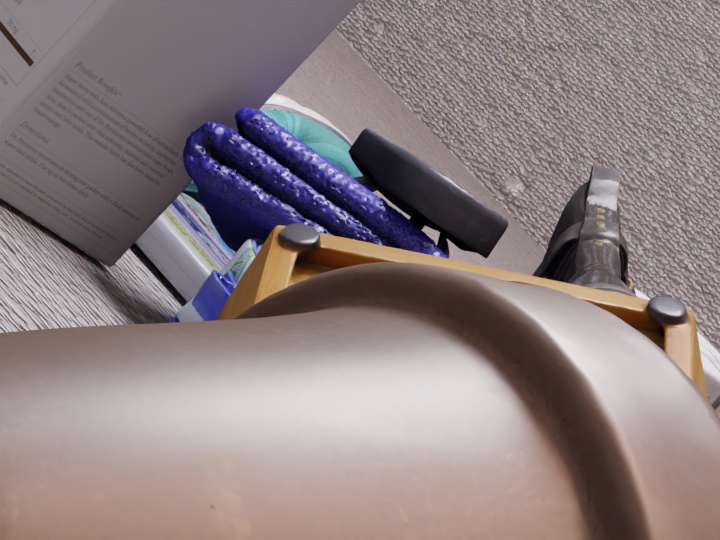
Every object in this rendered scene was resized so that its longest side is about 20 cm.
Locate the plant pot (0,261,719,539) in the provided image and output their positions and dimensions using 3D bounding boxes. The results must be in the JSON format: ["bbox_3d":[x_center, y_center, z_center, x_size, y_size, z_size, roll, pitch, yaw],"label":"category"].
[{"bbox_3d":[-0.040,0.087,0.575,0.174,0.201,0.200,13,27,-42],"label":"plant pot"}]

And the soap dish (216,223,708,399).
[{"bbox_3d":[0.035,0.059,1.048,0.199,0.082,0.158,12,29,1],"label":"soap dish"}]

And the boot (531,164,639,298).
[{"bbox_3d":[0.097,0.063,1.356,0.069,0.201,0.174,17,16,-4],"label":"boot"}]

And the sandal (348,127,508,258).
[{"bbox_3d":[0.023,-0.029,1.337,0.076,0.043,0.200,34,2,-3],"label":"sandal"}]

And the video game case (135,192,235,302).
[{"bbox_3d":[-0.047,0.029,1.485,0.200,0.022,0.182,48,7,21],"label":"video game case"}]

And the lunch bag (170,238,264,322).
[{"bbox_3d":[-0.007,0.073,1.228,0.160,0.076,0.200,38,10,-29],"label":"lunch bag"}]

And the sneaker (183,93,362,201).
[{"bbox_3d":[-0.072,-0.059,1.570,0.200,0.078,0.080,13,16,-44],"label":"sneaker"}]

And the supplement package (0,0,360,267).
[{"bbox_3d":[-0.108,-0.127,1.307,0.120,0.200,0.121,49,8,38],"label":"supplement package"}]

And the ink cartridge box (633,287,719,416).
[{"bbox_3d":[0.151,0.096,1.711,0.083,0.147,0.200,47,8,23],"label":"ink cartridge box"}]

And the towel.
[{"bbox_3d":[0.000,0.000,1.344,0.147,0.050,0.200,30,-12,19],"label":"towel"}]
